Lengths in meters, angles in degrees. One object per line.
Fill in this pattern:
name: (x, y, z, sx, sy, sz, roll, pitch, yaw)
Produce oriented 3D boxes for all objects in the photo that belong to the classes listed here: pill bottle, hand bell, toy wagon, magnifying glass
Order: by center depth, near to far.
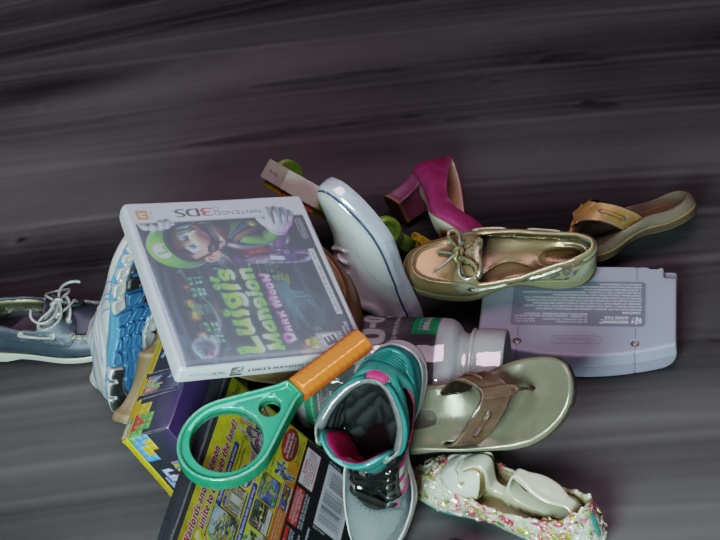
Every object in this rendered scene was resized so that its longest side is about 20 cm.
magnifying glass: (-0.072, 0.115, 1.373, 0.200, 0.022, 0.080, -35, 58, -24)
pill bottle: (0.043, 0.101, 1.542, 0.200, 0.113, 0.113, 1, 43, 11)
hand bell: (-0.188, 0.047, 1.562, 0.104, 0.200, 0.104, 2, 3, 0)
toy wagon: (-0.010, -0.060, 1.710, 0.040, 0.200, 0.155, -60, 27, 2)

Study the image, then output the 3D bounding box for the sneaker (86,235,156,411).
sneaker: (-0.244, 0.042, 1.613, 0.075, 0.200, 0.087, 1, 17, -42)

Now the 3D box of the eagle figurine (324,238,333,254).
eagle figurine: (-0.088, 0.008, 1.671, 0.151, 0.200, 0.152, -36, 75, 15)

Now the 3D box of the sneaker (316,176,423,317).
sneaker: (0.000, 0.000, 1.602, 0.071, 0.200, 0.073, -40, 31, -20)

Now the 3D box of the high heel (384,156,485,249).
high heel: (0.115, -0.068, 1.749, 0.096, 0.067, 0.200, -37, 33, -14)

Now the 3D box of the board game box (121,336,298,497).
board game box: (-0.131, 0.132, 1.496, 0.057, 0.165, 0.200, -15, 38, 26)

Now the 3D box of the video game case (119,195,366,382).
video game case: (-0.109, 0.011, 1.457, 0.182, 0.023, 0.200, -4, 50, -25)

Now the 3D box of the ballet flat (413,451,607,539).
ballet flat: (0.133, 0.199, 1.454, 0.200, 0.064, 0.076, 15, 46, 26)

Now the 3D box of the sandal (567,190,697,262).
sandal: (0.268, -0.055, 1.703, 0.200, 0.054, 0.080, -21, 20, -16)

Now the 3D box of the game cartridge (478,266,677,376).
game cartridge: (0.221, 0.051, 1.625, 0.200, 0.041, 0.133, 1, 39, 11)

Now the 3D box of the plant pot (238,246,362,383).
plant pot: (-0.090, 0.020, 1.493, 0.200, 0.028, 0.200, 11, 45, -11)

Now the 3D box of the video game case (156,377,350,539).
video game case: (-0.085, 0.215, 1.405, 0.025, 0.181, 0.200, -30, 30, 35)

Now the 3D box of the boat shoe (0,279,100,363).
boat shoe: (-0.332, 0.053, 1.699, 0.200, 0.062, 0.075, 0, 41, 9)

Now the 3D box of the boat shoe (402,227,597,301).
boat shoe: (0.141, -0.015, 1.623, 0.200, 0.063, 0.073, -7, 70, 3)

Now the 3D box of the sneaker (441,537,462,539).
sneaker: (0.033, 0.305, 1.351, 0.200, 0.074, 0.079, -30, 51, -22)

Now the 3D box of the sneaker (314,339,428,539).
sneaker: (0.008, 0.168, 1.392, 0.083, 0.200, 0.121, 9, 11, 20)

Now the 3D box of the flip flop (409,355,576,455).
flip flop: (0.096, 0.123, 1.440, 0.200, 0.058, 0.081, -9, 74, 13)
